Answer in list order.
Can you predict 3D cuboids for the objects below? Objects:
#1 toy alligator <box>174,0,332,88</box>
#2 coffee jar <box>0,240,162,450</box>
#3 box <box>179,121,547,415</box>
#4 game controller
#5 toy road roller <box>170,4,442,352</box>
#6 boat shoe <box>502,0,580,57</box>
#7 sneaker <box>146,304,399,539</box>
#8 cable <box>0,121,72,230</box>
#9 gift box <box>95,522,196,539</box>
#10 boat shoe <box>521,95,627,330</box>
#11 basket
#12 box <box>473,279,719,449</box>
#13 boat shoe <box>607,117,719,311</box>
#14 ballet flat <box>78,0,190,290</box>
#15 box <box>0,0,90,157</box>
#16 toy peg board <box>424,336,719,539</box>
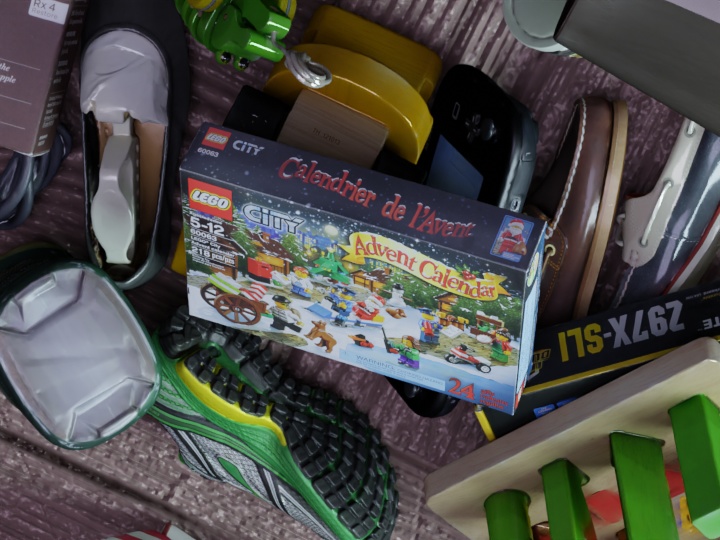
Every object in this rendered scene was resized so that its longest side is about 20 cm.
[{"bbox_3d":[-0.071,-0.141,1.572,0.059,0.200,0.054,17,117,-35],"label":"toy alligator"},{"bbox_3d":[-0.180,0.040,1.634,0.085,0.200,0.105,-33,102,-10],"label":"coffee jar"},{"bbox_3d":[0.000,0.000,1.535,0.199,0.038,0.137,17,146,12],"label":"box"},{"bbox_3d":[0.052,-0.017,1.633,0.042,0.104,0.201,1,116,-35],"label":"game controller"},{"bbox_3d":[-0.021,-0.060,1.634,0.122,0.147,0.200,25,146,0],"label":"toy road roller"},{"bbox_3d":[0.173,-0.192,1.582,0.201,0.061,0.072,-34,71,15],"label":"boat shoe"},{"bbox_3d":[-0.058,0.105,1.709,0.200,0.078,0.085,43,132,-9],"label":"sneaker"},{"bbox_3d":[-0.271,-0.099,1.685,0.198,0.051,0.164,5,100,2],"label":"cable"},{"bbox_3d":[-0.114,0.275,1.704,0.199,0.185,0.187,32,111,-9],"label":"gift box"},{"bbox_3d":[0.110,-0.009,1.640,0.070,0.070,0.201,11,109,0],"label":"boat shoe"},{"bbox_3d":[0.215,-0.130,1.487,0.199,0.180,0.137,26,76,0],"label":"basket"},{"bbox_3d":[0.179,0.084,1.630,0.199,0.050,0.160,-15,136,11],"label":"box"},{"bbox_3d":[0.184,-0.033,1.623,0.062,0.071,0.201,34,115,10],"label":"boat shoe"},{"bbox_3d":[-0.136,-0.081,1.654,0.067,0.068,0.202,2,107,8],"label":"ballet flat"},{"bbox_3d":[-0.205,-0.175,1.612,0.099,0.075,0.201,15,94,1],"label":"box"},{"bbox_3d":[0.175,0.162,1.609,0.199,0.098,0.199,-28,135,25],"label":"toy peg board"}]
